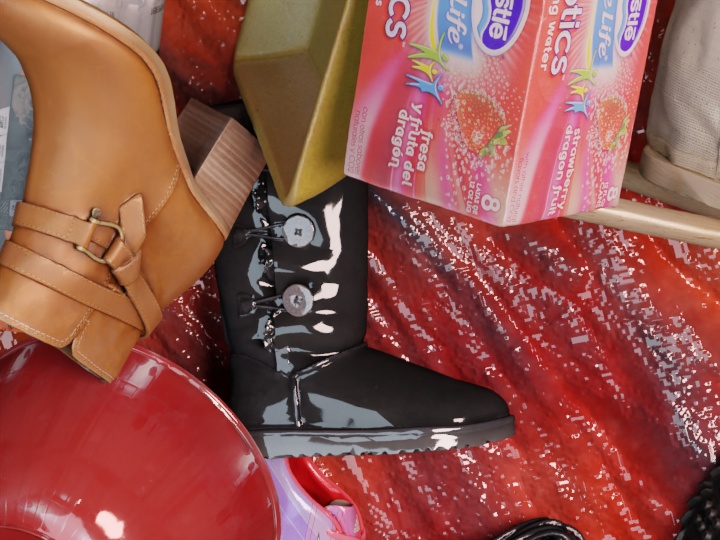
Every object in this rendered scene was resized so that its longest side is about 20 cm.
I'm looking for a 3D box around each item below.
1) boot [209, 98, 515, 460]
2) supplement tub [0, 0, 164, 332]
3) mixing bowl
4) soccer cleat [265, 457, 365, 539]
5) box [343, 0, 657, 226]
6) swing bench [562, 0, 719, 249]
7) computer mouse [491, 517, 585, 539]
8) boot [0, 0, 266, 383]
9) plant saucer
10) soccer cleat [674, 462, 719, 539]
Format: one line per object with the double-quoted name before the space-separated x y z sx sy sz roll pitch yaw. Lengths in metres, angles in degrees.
"boot" -0.001 0.000 1.112 0.163 0.066 0.202 -3 88 1
"supplement tub" -0.178 -0.075 1.118 0.122 0.122 0.201 13 108 14
"mixing bowl" -0.155 0.146 1.100 0.199 0.108 0.201 12 124 19
"soccer cleat" -0.018 0.177 1.165 0.076 0.067 0.201 -29 91 17
"box" 0.071 -0.130 0.906 0.094 0.102 0.201 20 108 35
"swing bench" 0.214 -0.106 0.987 0.199 0.130 0.200 16 107 8
"computer mouse" 0.072 0.247 1.139 0.139 0.046 0.202 -9 101 -2
"boot" -0.149 -0.046 1.017 0.200 0.074 0.155 38 82 -31
"plant saucer" -0.006 -0.155 1.018 0.048 0.200 0.201 11 113 -17
"soccer cleat" 0.203 0.177 1.101 0.073 0.068 0.201 20 107 -13
